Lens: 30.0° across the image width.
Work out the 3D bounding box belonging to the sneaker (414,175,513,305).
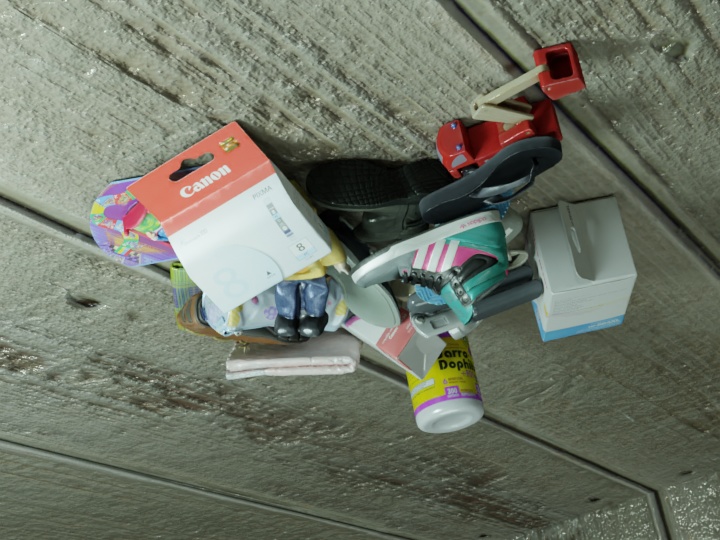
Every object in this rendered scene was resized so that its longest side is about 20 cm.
[{"bbox_3d":[0.128,-0.057,1.724,0.076,0.081,0.201,29,107,-6],"label":"sneaker"}]

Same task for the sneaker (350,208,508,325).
[{"bbox_3d":[0.096,0.014,1.653,0.198,0.122,0.084,-21,172,6],"label":"sneaker"}]

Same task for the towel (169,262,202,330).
[{"bbox_3d":[-0.192,0.030,1.872,0.142,0.023,0.200,-8,155,-6],"label":"towel"}]

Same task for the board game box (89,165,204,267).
[{"bbox_3d":[-0.224,-0.050,1.615,0.198,0.039,0.159,-10,142,-4],"label":"board game box"}]

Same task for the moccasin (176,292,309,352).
[{"bbox_3d":[-0.158,0.073,1.867,0.200,0.075,0.077,1,167,-34],"label":"moccasin"}]

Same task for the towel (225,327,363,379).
[{"bbox_3d":[-0.092,0.119,1.945,0.189,0.033,0.200,-3,-170,3],"label":"towel"}]

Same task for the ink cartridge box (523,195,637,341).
[{"bbox_3d":[0.306,-0.006,1.891,0.124,0.130,0.200,-11,156,-2],"label":"ink cartridge box"}]

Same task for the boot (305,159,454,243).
[{"bbox_3d":[0.013,-0.073,1.672,0.198,0.068,0.131,-3,148,-23],"label":"boot"}]

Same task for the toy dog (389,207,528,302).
[{"bbox_3d":[0.123,-0.031,1.833,0.199,0.097,0.132,-28,152,0],"label":"toy dog"}]

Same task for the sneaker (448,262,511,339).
[{"bbox_3d":[0.180,0.034,1.937,0.115,0.074,0.200,-25,-174,18],"label":"sneaker"}]

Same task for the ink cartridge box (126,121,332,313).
[{"bbox_3d":[-0.150,-0.058,1.560,0.159,0.048,0.200,-29,129,16],"label":"ink cartridge box"}]

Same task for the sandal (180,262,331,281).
[{"bbox_3d":[-0.126,-0.029,1.734,0.210,0.078,0.070,9,124,-28],"label":"sandal"}]

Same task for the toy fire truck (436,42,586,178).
[{"bbox_3d":[0.170,-0.179,1.550,0.198,0.049,0.141,-19,154,17],"label":"toy fire truck"}]

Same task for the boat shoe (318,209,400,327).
[{"bbox_3d":[0.000,0.000,1.771,0.075,0.061,0.200,-6,139,28],"label":"boat shoe"}]

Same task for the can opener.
[{"bbox_3d":[0.156,0.038,1.818,0.198,0.053,0.067,-16,149,-22],"label":"can opener"}]

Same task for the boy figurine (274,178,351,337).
[{"bbox_3d":[-0.073,-0.016,1.670,0.123,0.065,0.202,4,123,7],"label":"boy figurine"}]

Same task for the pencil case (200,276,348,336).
[{"bbox_3d":[-0.111,0.040,1.795,0.198,0.091,0.083,-1,142,-36],"label":"pencil case"}]

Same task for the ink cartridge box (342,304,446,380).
[{"bbox_3d":[0.014,0.065,1.910,0.068,0.199,0.116,-55,151,-5],"label":"ink cartridge box"}]

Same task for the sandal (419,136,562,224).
[{"bbox_3d":[0.161,-0.098,1.603,0.199,0.043,0.076,-31,152,32],"label":"sandal"}]

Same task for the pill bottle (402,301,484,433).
[{"bbox_3d":[0.116,0.134,2.018,0.103,0.202,0.104,-10,156,-5],"label":"pill bottle"}]
